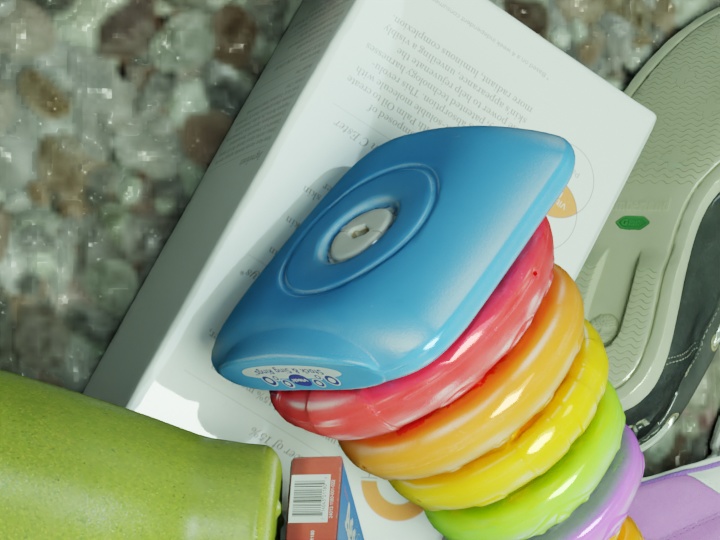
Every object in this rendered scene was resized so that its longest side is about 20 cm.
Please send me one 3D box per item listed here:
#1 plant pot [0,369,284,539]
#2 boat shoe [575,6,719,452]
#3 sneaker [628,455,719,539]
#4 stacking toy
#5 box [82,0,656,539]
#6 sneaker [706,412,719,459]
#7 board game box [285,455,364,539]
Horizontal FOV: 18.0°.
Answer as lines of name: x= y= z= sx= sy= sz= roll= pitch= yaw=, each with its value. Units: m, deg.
plant pot: x=-0.122 y=0.114 z=0.710 sx=0.192 sy=0.200 sz=0.202 roll=4 pitch=84 yaw=0
boat shoe: x=0.129 y=-0.020 z=0.916 sx=0.068 sy=0.072 sz=0.201 roll=48 pitch=61 yaw=-48
sneaker: x=0.096 y=0.156 z=0.888 sx=0.200 sy=0.073 sz=0.114 roll=-41 pitch=64 yaw=-1
stacking toy: x=0.053 y=0.059 z=0.762 sx=0.200 sy=0.116 sz=0.110 roll=53 pitch=57 yaw=-25
box: x=0.000 y=0.000 z=0.842 sx=0.124 sy=0.097 sz=0.201 roll=33 pitch=76 yaw=-14
sneaker: x=0.186 y=0.057 z=0.912 sx=0.073 sy=0.080 sz=0.201 roll=3 pitch=86 yaw=-20
board game box: x=-0.004 y=0.157 z=0.770 sx=0.019 sy=0.200 sz=0.103 roll=-1 pitch=55 yaw=9
